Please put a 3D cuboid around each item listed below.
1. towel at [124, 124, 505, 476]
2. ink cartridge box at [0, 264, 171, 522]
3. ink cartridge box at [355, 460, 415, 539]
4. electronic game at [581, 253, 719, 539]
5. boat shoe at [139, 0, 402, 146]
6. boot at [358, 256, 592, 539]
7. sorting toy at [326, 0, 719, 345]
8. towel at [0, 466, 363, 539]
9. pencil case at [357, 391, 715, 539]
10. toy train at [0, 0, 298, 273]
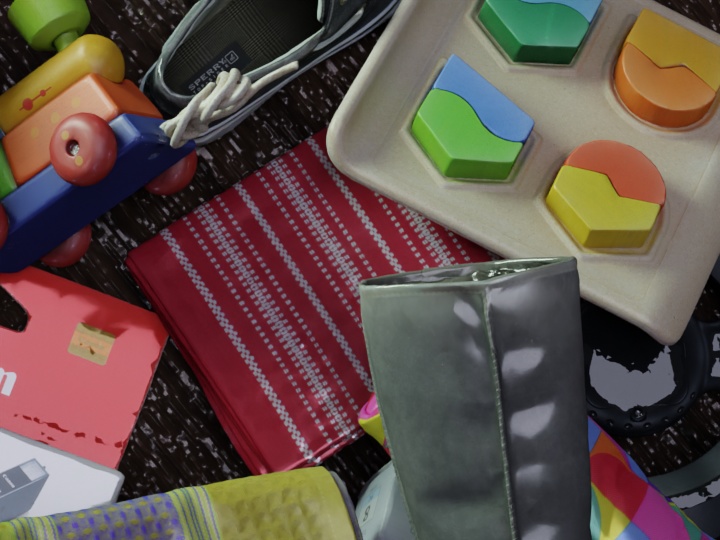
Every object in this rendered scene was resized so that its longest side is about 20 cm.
[{"bbox_3d":[0.000,0.000,1.229,0.200,0.022,0.145,-32,75,-9],"label":"towel"},{"bbox_3d":[-0.208,0.068,1.189,0.200,0.045,0.176,21,80,-7],"label":"ink cartridge box"},{"bbox_3d":[0.058,0.206,1.164,0.160,0.047,0.200,26,52,-16],"label":"ink cartridge box"},{"bbox_3d":[0.135,0.045,1.254,0.200,0.042,0.200,1,78,-3],"label":"electronic game"},{"bbox_3d":[-0.027,-0.136,1.238,0.072,0.071,0.200,44,76,-1],"label":"boat shoe"},{"bbox_3d":[0.094,0.093,1.093,0.182,0.073,0.200,-2,89,1],"label":"boot"},{"bbox_3d":[0.105,-0.080,1.236,0.200,0.036,0.185,30,57,-1],"label":"sorting toy"},{"bbox_3d":[-0.074,0.163,1.085,0.200,0.023,0.144,-6,71,-30],"label":"towel"},{"bbox_3d":[0.092,0.102,1.163,0.088,0.088,0.200,-44,92,-13],"label":"pencil case"},{"bbox_3d":[-0.126,-0.091,1.173,0.200,0.085,0.116,-33,73,24],"label":"toy train"}]
